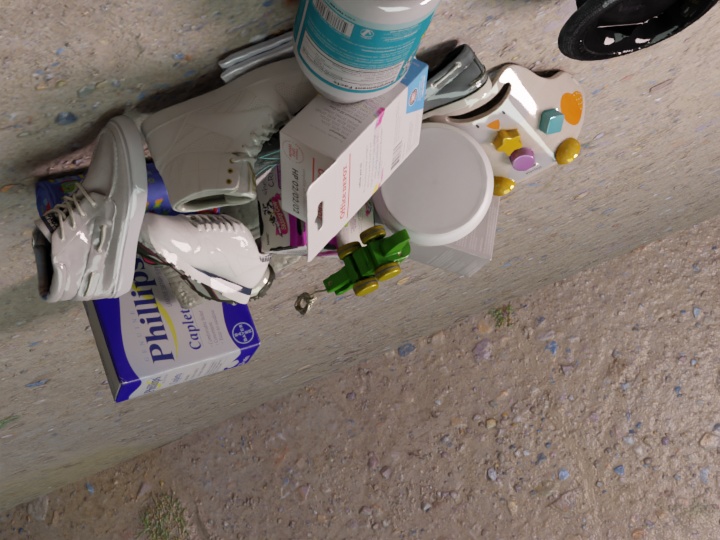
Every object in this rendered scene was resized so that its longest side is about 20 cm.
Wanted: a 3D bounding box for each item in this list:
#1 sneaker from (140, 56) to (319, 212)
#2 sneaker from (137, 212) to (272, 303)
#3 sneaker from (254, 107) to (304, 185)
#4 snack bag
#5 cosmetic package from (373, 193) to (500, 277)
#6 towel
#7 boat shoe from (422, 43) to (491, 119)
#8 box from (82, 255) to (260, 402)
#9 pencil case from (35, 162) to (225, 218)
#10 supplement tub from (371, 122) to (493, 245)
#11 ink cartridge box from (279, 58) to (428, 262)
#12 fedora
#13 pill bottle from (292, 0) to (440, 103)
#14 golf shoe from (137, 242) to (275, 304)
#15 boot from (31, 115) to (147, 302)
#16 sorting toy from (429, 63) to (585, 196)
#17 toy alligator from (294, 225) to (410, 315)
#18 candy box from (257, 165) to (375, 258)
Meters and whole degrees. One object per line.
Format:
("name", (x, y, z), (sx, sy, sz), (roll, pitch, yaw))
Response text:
("sneaker", (-0.103, -0.124, 0.979), (0.200, 0.116, 0.074), (-23, 164, 6))
("sneaker", (-0.172, -0.032, 1.111), (0.081, 0.076, 0.200), (-54, 148, 4))
("sneaker", (-0.098, -0.140, 1.053), (0.200, 0.075, 0.079), (-24, 160, -13))
("snack bag", (-0.033, -0.208, 1.041), (0.200, 0.021, 0.189), (-22, 167, 1))
("cosmetic package", (0.083, -0.074, 1.392), (0.200, 0.107, 0.090), (18, 157, -11))
("towel", (-0.172, -0.041, 1.290), (0.200, 0.133, 0.034), (-23, -157, 13))
("boat shoe", (0.047, -0.201, 1.156), (0.200, 0.073, 0.062), (-18, 125, 16))
("box", (-0.265, 0.058, 1.391), (0.200, 0.184, 0.105), (-16, 167, -22))
("pencil case", (-0.252, -0.073, 1.111), (0.200, 0.078, 0.087), (-13, 140, -29))
("supplement tub", (0.085, -0.101, 1.226), (0.144, 0.145, 0.200), (-22, -179, 2))
("ink cartridge box", (-0.018, -0.117, 0.986), (0.200, 0.068, 0.115), (-49, 159, -31))
("fedora", (0.274, -0.292, 1.022), (0.200, 0.092, 0.201), (-20, 167, -5))
("pill bottle", (0.002, -0.218, 0.859), (0.111, 0.111, 0.200), (-17, 167, -16))
("golf shoe", (-0.199, -0.021, 1.210), (0.200, 0.077, 0.088), (22, 162, 4))
("boot", (-0.272, -0.055, 1.002), (0.096, 0.074, 0.200), (-10, 123, -37))
("sorting toy", (0.181, -0.195, 1.322), (0.200, 0.107, 0.180), (-27, 147, 24))
("toy alligator", (0.000, 0.000, 1.195), (0.054, 0.059, 0.200), (-8, 160, -47))
("candy box", (-0.051, -0.087, 1.219), (0.061, 0.137, 0.200), (-7, 175, 26))
